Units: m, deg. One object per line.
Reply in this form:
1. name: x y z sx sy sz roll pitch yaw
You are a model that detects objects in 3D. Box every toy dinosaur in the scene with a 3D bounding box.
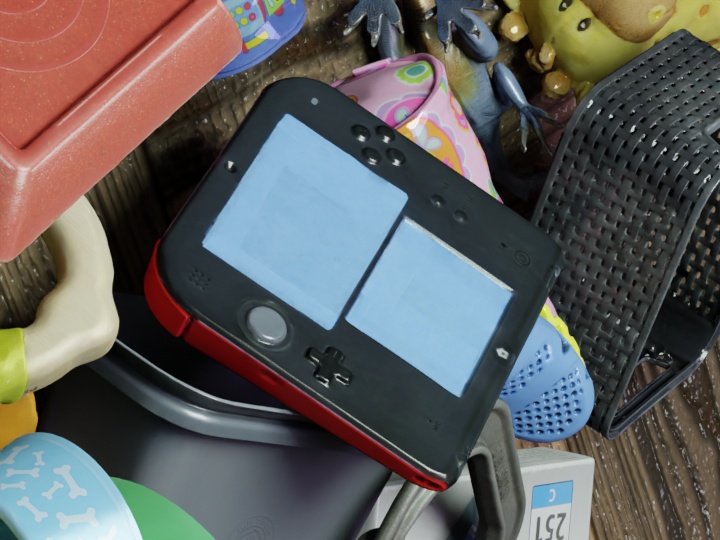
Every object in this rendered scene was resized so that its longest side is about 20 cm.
1. toy dinosaur: 0.069 -0.110 1.656 0.181 0.105 0.200 41 45 -62

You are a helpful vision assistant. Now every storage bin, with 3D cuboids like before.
1. storage bin: 0.163 -0.021 1.673 0.135 0.094 0.200 -34 152 -47
2. storage bin: -0.083 0.097 1.441 0.200 0.146 0.134 12 106 -49

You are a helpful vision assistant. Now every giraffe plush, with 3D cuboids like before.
1. giraffe plush: 0.161 -0.175 1.737 0.162 0.173 0.200 -27 144 -36

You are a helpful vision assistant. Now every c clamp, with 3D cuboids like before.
1. c clamp: 0.034 0.159 1.503 0.171 0.027 0.200 -45 151 -26

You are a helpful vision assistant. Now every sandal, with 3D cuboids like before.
1. sandal: 0.043 0.036 1.518 0.200 0.079 0.087 33 22 -26

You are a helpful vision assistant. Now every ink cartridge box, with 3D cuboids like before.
1. ink cartridge box: 0.050 0.193 1.624 0.200 0.045 0.176 -3 100 -50

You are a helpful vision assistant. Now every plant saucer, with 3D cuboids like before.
1. plant saucer: -0.168 -0.132 1.341 0.200 0.037 0.200 46 50 -3

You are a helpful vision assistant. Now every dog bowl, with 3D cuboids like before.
1. dog bowl: -0.166 0.155 1.286 0.050 0.200 0.112 -19 69 -44

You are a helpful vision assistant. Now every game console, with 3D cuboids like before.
1. game console: 0.000 0.000 1.420 0.177 0.031 0.200 31 41 0

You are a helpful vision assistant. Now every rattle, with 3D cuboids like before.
1. rattle: -0.197 -0.014 1.369 0.130 0.143 0.200 -33 73 -9

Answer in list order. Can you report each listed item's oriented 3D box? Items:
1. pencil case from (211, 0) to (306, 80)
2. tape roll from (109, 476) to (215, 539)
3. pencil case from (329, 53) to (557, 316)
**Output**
1. pencil case: -0.102 -0.191 1.454 0.078 0.087 0.200 -49 125 -37
2. tape roll: -0.118 0.195 1.329 0.048 0.200 0.201 -19 103 -49
3. pencil case: 0.042 -0.020 1.582 0.087 0.087 0.200 -55 131 -35
